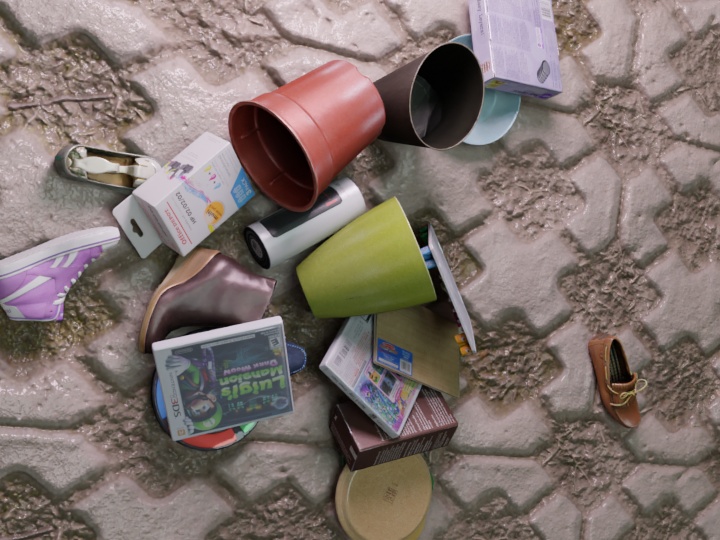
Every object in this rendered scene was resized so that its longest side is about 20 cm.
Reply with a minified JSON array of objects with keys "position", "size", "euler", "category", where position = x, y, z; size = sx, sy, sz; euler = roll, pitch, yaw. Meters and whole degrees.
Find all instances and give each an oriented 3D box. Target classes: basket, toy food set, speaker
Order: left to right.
[{"position":[-0.090,-0.080,1.693],"size":[0.200,0.081,0.081],"euler":[-29,104,-23],"category":"speaker"},{"position":[0.043,0.391,1.792],"size":[0.199,0.049,0.199],"euler":[13,85,-26],"category":"toy food set"},{"position":[0.095,-0.284,1.714],"size":[0.136,0.200,0.181],"euler":[24,82,-26],"category":"basket"}]

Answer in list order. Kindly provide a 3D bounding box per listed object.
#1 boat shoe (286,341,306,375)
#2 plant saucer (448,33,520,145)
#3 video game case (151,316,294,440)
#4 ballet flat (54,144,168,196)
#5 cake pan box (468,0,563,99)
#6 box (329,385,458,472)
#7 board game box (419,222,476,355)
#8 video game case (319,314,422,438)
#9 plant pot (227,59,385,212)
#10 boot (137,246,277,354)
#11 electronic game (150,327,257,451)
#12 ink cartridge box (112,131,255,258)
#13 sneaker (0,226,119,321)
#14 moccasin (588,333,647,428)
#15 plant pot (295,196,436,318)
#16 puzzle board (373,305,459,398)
[{"position":[-0.171,0.150,1.625],"size":[0.199,0.069,0.085],"euler":[-4,86,-31],"category":"boat shoe"},{"position":[0.203,-0.329,1.859],"size":[0.200,0.039,0.202],"euler":[0,90,-27],"category":"plant saucer"},{"position":[-0.209,0.169,1.571],"size":[0.199,0.023,0.182],"euler":[-12,123,-12],"category":"video game case"},{"position":[-0.366,-0.151,1.558],"size":[0.199,0.064,0.068],"euler":[7,88,-27],"category":"ballet flat"},{"position":[0.283,-0.424,1.854],"size":[0.184,0.052,0.201],"euler":[1,79,-40],"category":"cake pan box"},{"position":[0.058,0.270,1.758],"size":[0.199,0.075,0.100],"euler":[-8,50,-27],"category":"box"},{"position":[0.149,0.030,1.762],"size":[0.026,0.200,0.201],"euler":[-22,101,8],"category":"board game box"},{"position":[0.032,0.156,1.735],"size":[0.182,0.024,0.200],"euler":[45,43,-15],"category":"video game case"},{"position":[-0.075,-0.231,1.643],"size":[0.195,0.201,0.201],"euler":[-39,108,-29],"category":"plant pot"},{"position":[-0.241,0.066,1.592],"size":[0.166,0.072,0.201],"euler":[24,71,4],"category":"boot"},{"position":[-0.241,0.192,1.644],"size":[0.199,0.042,0.201],"euler":[-1,92,-28],"category":"electronic game"},{"position":[-0.273,-0.107,1.581],"size":[0.200,0.068,0.115],"euler":[-44,137,-19],"category":"ink cartridge box"},{"position":[-0.445,0.010,1.524],"size":[0.200,0.073,0.115],"euler":[-23,106,-14],"category":"sneaker"},{"position":[0.517,0.220,2.013],"size":[0.073,0.078,0.202],"euler":[-19,100,-25],"category":"moccasin"},{"position":[0.000,0.000,1.691],"size":[0.199,0.187,0.188],"euler":[-22,102,-1],"category":"plant pot"},{"position":[0.098,0.128,1.786],"size":[0.200,0.017,0.151],"euler":[26,52,-32],"category":"puzzle board"}]
